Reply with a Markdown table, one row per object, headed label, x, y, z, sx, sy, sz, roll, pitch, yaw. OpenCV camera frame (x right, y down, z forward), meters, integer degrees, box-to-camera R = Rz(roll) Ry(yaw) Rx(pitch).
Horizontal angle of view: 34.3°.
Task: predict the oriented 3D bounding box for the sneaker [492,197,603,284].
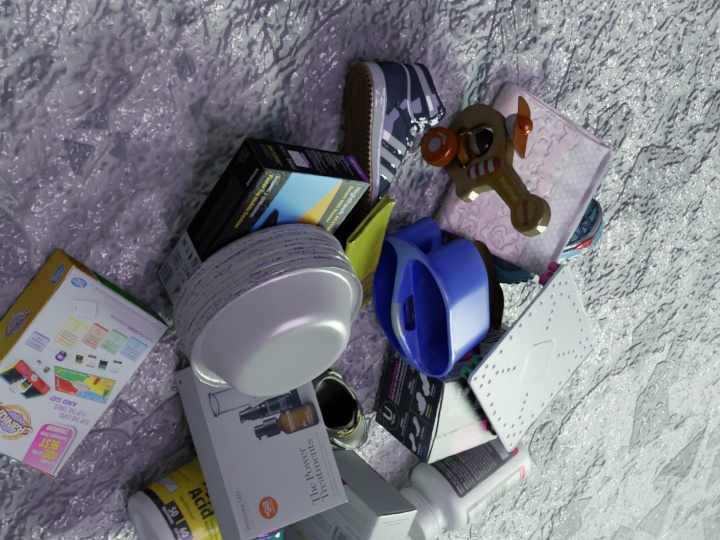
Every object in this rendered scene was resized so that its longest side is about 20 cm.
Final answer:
| label | x | y | z | sx | sy | sz | roll | pitch | yaw |
| --- | --- | --- | --- | --- | --- | --- | --- | --- | --- |
| sneaker | 0.255 | -0.059 | 1.576 | 0.199 | 0.079 | 0.097 | -30 | 132 | -25 |

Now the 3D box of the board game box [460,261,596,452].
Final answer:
| label | x | y | z | sx | sy | sz | roll | pitch | yaw |
| --- | --- | --- | --- | --- | --- | --- | --- | --- | --- |
| board game box | 0.224 | 0.114 | 1.529 | 0.200 | 0.026 | 0.201 | -48 | 141 | -13 |

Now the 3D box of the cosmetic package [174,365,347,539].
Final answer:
| label | x | y | z | sx | sy | sz | roll | pitch | yaw |
| --- | --- | --- | --- | --- | --- | --- | --- | --- | --- |
| cosmetic package | -0.113 | 0.192 | 1.331 | 0.149 | 0.051 | 0.203 | -14 | 83 | -35 |

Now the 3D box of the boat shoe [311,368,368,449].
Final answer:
| label | x | y | z | sx | sy | sz | roll | pitch | yaw |
| --- | --- | --- | --- | --- | --- | --- | --- | --- | --- |
| boat shoe | -0.034 | 0.178 | 1.475 | 0.072 | 0.060 | 0.202 | -45 | 138 | -10 |

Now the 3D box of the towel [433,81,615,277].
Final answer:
| label | x | y | z | sx | sy | sz | roll | pitch | yaw |
| --- | --- | --- | --- | --- | --- | --- | --- | --- | --- |
| towel | 0.213 | -0.109 | 1.489 | 0.189 | 0.032 | 0.202 | 25 | 96 | -25 |

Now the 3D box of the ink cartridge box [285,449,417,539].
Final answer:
| label | x | y | z | sx | sy | sz | roll | pitch | yaw |
| --- | --- | --- | --- | --- | --- | --- | --- | --- | --- |
| ink cartridge box | -0.031 | 0.362 | 1.538 | 0.082 | 0.145 | 0.202 | 4 | 115 | -46 |

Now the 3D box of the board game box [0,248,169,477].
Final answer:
| label | x | y | z | sx | sy | sz | roll | pitch | yaw |
| --- | --- | --- | --- | --- | --- | --- | --- | --- | --- |
| board game box | -0.309 | 0.097 | 1.180 | 0.201 | 0.040 | 0.153 | -52 | 139 | -3 |

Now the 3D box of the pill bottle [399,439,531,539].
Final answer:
| label | x | y | z | sx | sy | sz | roll | pitch | yaw |
| --- | --- | --- | --- | --- | --- | --- | --- | --- | --- |
| pill bottle | 0.143 | 0.306 | 1.690 | 0.199 | 0.110 | 0.112 | -33 | 135 | -22 |

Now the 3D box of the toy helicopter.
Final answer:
| label | x | y | z | sx | sy | sz | roll | pitch | yaw |
| --- | --- | --- | --- | --- | --- | --- | --- | --- | --- |
| toy helicopter | 0.168 | -0.122 | 1.359 | 0.132 | 0.201 | 0.079 | -44 | 141 | 16 |

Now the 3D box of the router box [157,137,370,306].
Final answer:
| label | x | y | z | sx | sy | sz | roll | pitch | yaw |
| --- | --- | --- | --- | --- | --- | --- | --- | --- | --- |
| router box | -0.102 | -0.044 | 1.223 | 0.148 | 0.051 | 0.201 | 3 | 136 | -44 |

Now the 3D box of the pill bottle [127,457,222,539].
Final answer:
| label | x | y | z | sx | sy | sz | roll | pitch | yaw |
| --- | --- | --- | --- | --- | --- | --- | --- | --- | --- |
| pill bottle | -0.165 | 0.268 | 1.377 | 0.198 | 0.111 | 0.113 | -28 | 133 | -28 |

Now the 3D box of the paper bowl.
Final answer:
| label | x | y | z | sx | sy | sz | roll | pitch | yaw |
| --- | --- | --- | --- | --- | --- | --- | --- | --- | --- |
| paper bowl | -0.090 | 0.053 | 1.223 | 0.198 | 0.105 | 0.202 | -21 | 149 | -13 |

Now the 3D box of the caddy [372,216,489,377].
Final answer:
| label | x | y | z | sx | sy | sz | roll | pitch | yaw |
| --- | --- | --- | --- | --- | --- | --- | --- | --- | --- |
| caddy | 0.077 | 0.036 | 1.426 | 0.104 | 0.141 | 0.202 | -31 | 134 | -28 |

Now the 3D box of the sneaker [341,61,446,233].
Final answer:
| label | x | y | z | sx | sy | sz | roll | pitch | yaw |
| --- | --- | --- | --- | --- | --- | --- | --- | --- | --- |
| sneaker | 0.034 | -0.140 | 1.321 | 0.107 | 0.070 | 0.203 | -14 | 122 | -34 |

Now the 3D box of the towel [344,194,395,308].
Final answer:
| label | x | y | z | sx | sy | sz | roll | pitch | yaw |
| --- | --- | --- | --- | --- | --- | --- | --- | --- | --- |
| towel | 0.000 | 0.000 | 1.350 | 0.086 | 0.018 | 0.201 | -52 | 166 | -32 |

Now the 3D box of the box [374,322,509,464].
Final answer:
| label | x | y | z | sx | sy | sz | roll | pitch | yaw |
| --- | --- | --- | --- | --- | --- | --- | --- | --- | --- |
| box | 0.133 | 0.154 | 1.577 | 0.198 | 0.114 | 0.134 | -13 | 124 | -40 |

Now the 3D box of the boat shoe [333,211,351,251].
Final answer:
| label | x | y | z | sx | sy | sz | roll | pitch | yaw |
| --- | --- | --- | --- | --- | --- | --- | --- | --- | --- |
| boat shoe | -0.044 | -0.015 | 1.338 | 0.074 | 0.062 | 0.202 | -21 | 131 | -34 |

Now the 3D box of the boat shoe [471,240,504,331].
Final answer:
| label | x | y | z | sx | sy | sz | roll | pitch | yaw |
| --- | --- | --- | --- | --- | --- | --- | --- | --- | --- |
| boat shoe | 0.144 | 0.025 | 1.511 | 0.201 | 0.064 | 0.074 | 63 | 31 | -57 |

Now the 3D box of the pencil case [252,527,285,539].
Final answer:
| label | x | y | z | sx | sy | sz | roll | pitch | yaw |
| --- | --- | --- | --- | --- | --- | --- | --- | --- | --- |
| pencil case | -0.142 | 0.390 | 1.499 | 0.085 | 0.091 | 0.203 | -56 | 153 | -58 |
